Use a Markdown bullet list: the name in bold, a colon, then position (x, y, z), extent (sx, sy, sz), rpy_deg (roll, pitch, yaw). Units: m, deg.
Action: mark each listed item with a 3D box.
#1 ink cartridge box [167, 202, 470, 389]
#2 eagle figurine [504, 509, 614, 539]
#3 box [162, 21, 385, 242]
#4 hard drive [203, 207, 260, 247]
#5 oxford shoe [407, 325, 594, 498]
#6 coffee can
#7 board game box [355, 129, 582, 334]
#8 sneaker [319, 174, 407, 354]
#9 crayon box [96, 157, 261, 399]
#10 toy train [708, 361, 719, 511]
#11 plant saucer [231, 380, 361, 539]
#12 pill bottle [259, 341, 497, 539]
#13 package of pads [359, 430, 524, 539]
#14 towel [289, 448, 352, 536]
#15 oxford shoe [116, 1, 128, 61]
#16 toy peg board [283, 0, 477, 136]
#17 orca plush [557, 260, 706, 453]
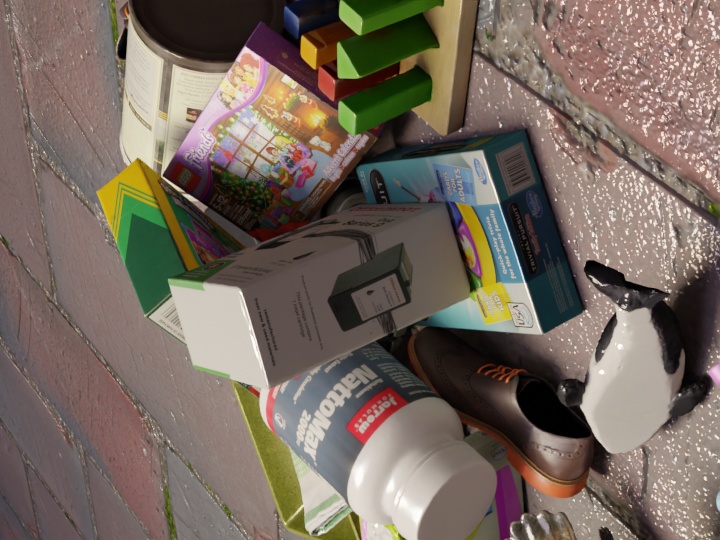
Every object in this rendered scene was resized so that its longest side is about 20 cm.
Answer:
- **ink cartridge box**: position (-0.033, 0.014, 1.156), extent (0.145, 0.198, 0.085), rpy_deg (4, 114, 59)
- **eagle figurine**: position (0.207, 0.280, 1.111), extent (0.152, 0.199, 0.152), rpy_deg (-47, 24, 28)
- **box**: position (-0.079, -0.111, 1.267), extent (0.136, 0.039, 0.200), rpy_deg (34, 139, -8)
- **hard drive**: position (-0.102, 0.002, 1.539), extent (0.202, 0.042, 0.135), rpy_deg (64, 153, 1)
- **oxford shoe**: position (0.121, 0.100, 1.206), extent (0.199, 0.071, 0.073), rpy_deg (38, 138, 26)
- **coffee can**: position (-0.154, -0.185, 1.365), extent (0.147, 0.145, 0.201), rpy_deg (52, 150, 22)
- **board game box**: position (0.084, -0.029, 1.178), extent (0.199, 0.047, 0.153), rpy_deg (0, 112, 60)
- **sneaker**: position (0.000, 0.000, 1.347), extent (0.079, 0.074, 0.203), rpy_deg (-128, 30, -56)
- **crayon box**: position (-0.140, 0.014, 1.306), extent (0.200, 0.058, 0.173), rpy_deg (43, -168, -45)
- **toy train**: position (0.298, 0.117, 0.915), extent (0.199, 0.055, 0.152), rpy_deg (-8, 107, 65)
- **plant saucer**: position (-0.057, 0.213, 1.629), extent (0.199, 0.047, 0.203), rpy_deg (2, 113, 60)
- **pill bottle**: position (0.017, 0.140, 1.199), extent (0.199, 0.119, 0.121), rpy_deg (38, 143, 37)
- **package of pads**: position (0.080, 0.267, 1.315), extent (0.068, 0.153, 0.202), rpy_deg (29, 136, 48)
- **towel**: position (-0.047, 0.139, 1.368), extent (0.149, 0.030, 0.202), rpy_deg (-47, 55, 55)
- **oxford shoe**: position (-0.198, -0.262, 1.443), extent (0.072, 0.072, 0.200), rpy_deg (60, 153, 10)
- **toy peg board**: position (-0.008, -0.225, 1.125), extent (0.199, 0.097, 0.202), rpy_deg (45, 146, 34)
- **orca plush**: position (0.188, 0.050, 1.031), extent (0.201, 0.104, 0.072), rpy_deg (60, -156, -47)
